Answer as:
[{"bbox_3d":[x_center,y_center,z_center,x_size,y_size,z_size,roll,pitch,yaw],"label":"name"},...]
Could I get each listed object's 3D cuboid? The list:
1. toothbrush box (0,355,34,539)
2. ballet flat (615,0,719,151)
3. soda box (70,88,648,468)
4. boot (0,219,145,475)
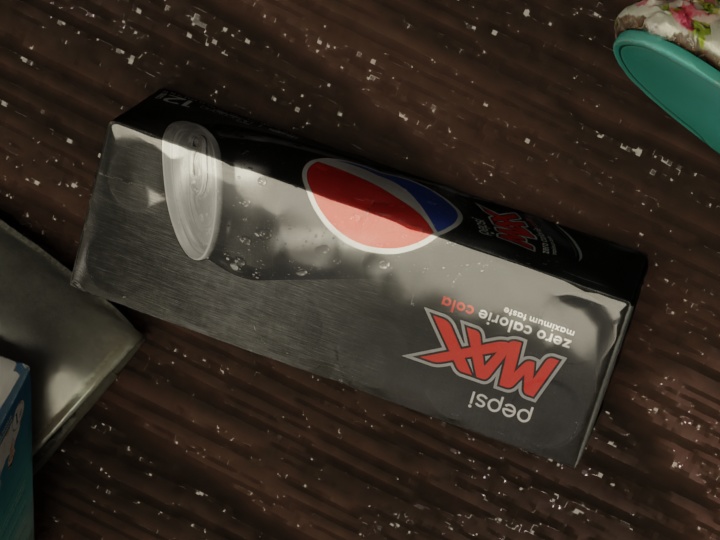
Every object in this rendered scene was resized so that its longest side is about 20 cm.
[{"bbox_3d":[-0.203,0.104,0.871,0.145,0.086,0.201,18,141,7],"label":"toothbrush box"},{"bbox_3d":[0.177,-0.040,0.797,0.200,0.076,0.064,39,76,-4],"label":"ballet flat"},{"bbox_3d":[0.000,0.000,0.851,0.199,0.063,0.071,19,109,7],"label":"soda box"},{"bbox_3d":[-0.209,0.021,0.910,0.200,0.073,0.182,43,112,-9],"label":"boot"}]
